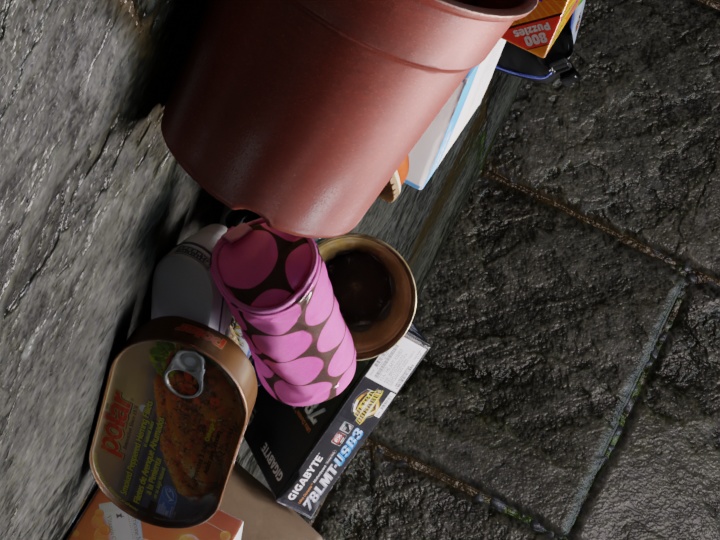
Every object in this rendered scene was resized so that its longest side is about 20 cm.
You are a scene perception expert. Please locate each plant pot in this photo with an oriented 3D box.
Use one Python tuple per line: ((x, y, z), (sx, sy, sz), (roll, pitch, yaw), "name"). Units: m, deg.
((-0.020, -0.140, 1.288), (0.196, 0.200, 0.201), (-59, 176, 27), "plant pot")
((-0.135, 0.260, 1.879), (0.201, 0.173, 0.200), (-61, 172, -14), "plant pot")

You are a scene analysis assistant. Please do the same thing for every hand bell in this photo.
((0.000, 0.000, 1.724), (0.200, 0.103, 0.105), (-73, -173, -77), "hand bell")

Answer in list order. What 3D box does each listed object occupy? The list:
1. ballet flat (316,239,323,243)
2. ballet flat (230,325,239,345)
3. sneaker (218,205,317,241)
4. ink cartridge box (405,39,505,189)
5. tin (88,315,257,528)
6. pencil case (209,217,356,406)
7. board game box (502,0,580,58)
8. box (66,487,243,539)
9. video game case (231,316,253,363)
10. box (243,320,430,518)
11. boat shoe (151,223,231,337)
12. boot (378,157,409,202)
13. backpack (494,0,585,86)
((-0.052, -0.088, 1.702), (0.070, 0.069, 0.200), (-61, 159, -21), "ballet flat")
((-0.145, 0.111, 1.703), (0.200, 0.070, 0.066), (-55, -150, 40), "ballet flat")
((-0.079, -0.039, 1.589), (0.087, 0.076, 0.200), (-26, 179, -32), "sneaker")
((0.051, -0.192, 1.845), (0.200, 0.128, 0.126), (-54, 168, -54), "ink cartridge box")
((-0.144, 0.116, 1.557), (0.042, 0.111, 0.201), (-71, -179, -49), "tin")
((-0.060, 0.030, 1.529), (0.090, 0.094, 0.200), (-28, 155, -8), "pencil case")
((0.109, -0.322, 1.505), (0.200, 0.199, 0.201), (-56, 169, -48), "board game box")
((-0.196, 0.278, 1.674), (0.201, 0.124, 0.098), (-61, 172, -32), "box")
((-0.070, -0.023, 1.882), (0.201, 0.045, 0.182), (-58, 169, -44), "video game case")
((-0.034, 0.098, 1.913), (0.199, 0.049, 0.200), (-53, -152, 11), "box")
((-0.134, 0.050, 1.581), (0.066, 0.071, 0.201), (-50, 156, -48), "boat shoe")
((0.028, -0.135, 1.640), (0.107, 0.075, 0.201), (-46, 158, -22), "boot")
((0.145, -0.295, 1.999), (0.154, 0.198, 0.192), (-54, 163, -79), "backpack")
